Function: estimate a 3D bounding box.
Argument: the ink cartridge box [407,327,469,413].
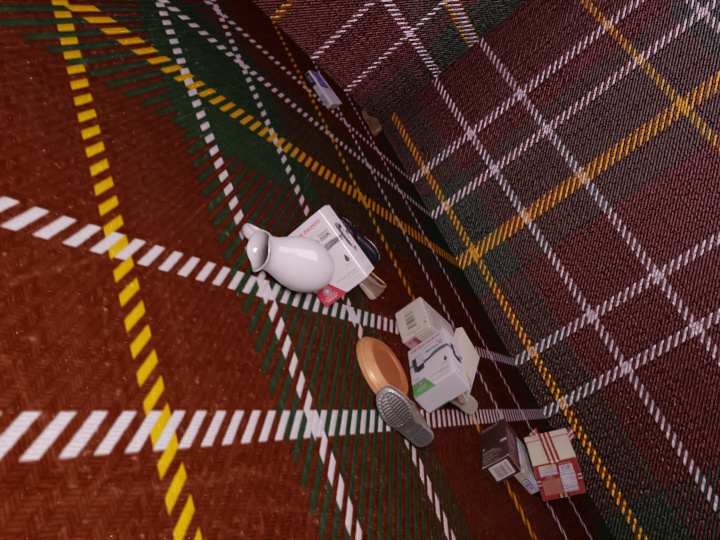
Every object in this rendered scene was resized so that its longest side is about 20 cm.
[{"bbox_3d":[0.221,0.284,1.563,0.083,0.146,0.201,44,20,-23],"label":"ink cartridge box"}]

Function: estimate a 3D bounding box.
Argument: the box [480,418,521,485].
[{"bbox_3d":[0.439,0.565,1.701,0.075,0.099,0.200,52,18,-5],"label":"box"}]

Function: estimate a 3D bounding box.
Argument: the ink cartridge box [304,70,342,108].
[{"bbox_3d":[-0.187,-0.913,2.739,0.199,0.047,0.200,53,17,-5],"label":"ink cartridge box"}]

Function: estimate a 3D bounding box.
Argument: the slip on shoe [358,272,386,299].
[{"bbox_3d":[0.000,0.000,1.625,0.201,0.060,0.076,50,19,-16],"label":"slip on shoe"}]

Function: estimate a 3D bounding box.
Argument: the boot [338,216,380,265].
[{"bbox_3d":[-0.025,-0.084,1.658,0.201,0.076,0.168,48,11,-1],"label":"boot"}]

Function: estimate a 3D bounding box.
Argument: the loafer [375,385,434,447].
[{"bbox_3d":[0.100,0.344,1.297,0.201,0.075,0.070,52,6,-24],"label":"loafer"}]

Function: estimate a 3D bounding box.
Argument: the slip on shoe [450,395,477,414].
[{"bbox_3d":[0.299,0.386,1.725,0.200,0.074,0.061,43,-3,-28],"label":"slip on shoe"}]

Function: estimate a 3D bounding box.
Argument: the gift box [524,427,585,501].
[{"bbox_3d":[0.708,0.685,1.970,0.187,0.180,0.204,-70,146,-71],"label":"gift box"}]

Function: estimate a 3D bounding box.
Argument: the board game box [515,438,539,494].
[{"bbox_3d":[0.567,0.675,1.937,0.135,0.034,0.201,48,20,-22],"label":"board game box"}]

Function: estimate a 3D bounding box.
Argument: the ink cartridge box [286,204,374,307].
[{"bbox_3d":[-0.084,-0.036,1.343,0.201,0.146,0.083,53,21,-4],"label":"ink cartridge box"}]

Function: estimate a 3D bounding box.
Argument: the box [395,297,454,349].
[{"bbox_3d":[0.218,0.203,1.747,0.200,0.108,0.129,41,24,-38],"label":"box"}]

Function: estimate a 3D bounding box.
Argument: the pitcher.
[{"bbox_3d":[-0.166,-0.036,1.214,0.198,0.122,0.172,20,22,-42],"label":"pitcher"}]

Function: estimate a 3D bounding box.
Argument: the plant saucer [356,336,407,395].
[{"bbox_3d":[0.063,0.255,1.389,0.200,0.037,0.202,47,21,-24],"label":"plant saucer"}]

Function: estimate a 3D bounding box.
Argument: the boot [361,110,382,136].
[{"bbox_3d":[0.072,-0.930,3.364,0.073,0.075,0.202,15,42,-59],"label":"boot"}]

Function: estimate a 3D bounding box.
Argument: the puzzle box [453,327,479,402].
[{"bbox_3d":[0.318,0.294,1.699,0.134,0.025,0.201,57,37,-20],"label":"puzzle box"}]
